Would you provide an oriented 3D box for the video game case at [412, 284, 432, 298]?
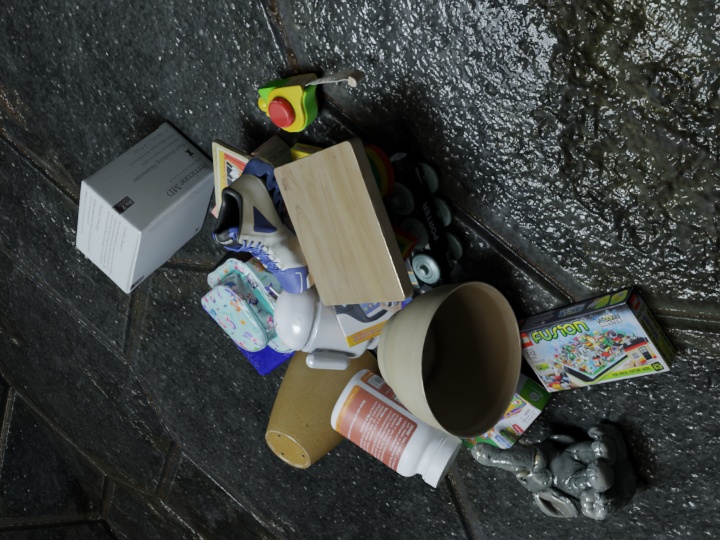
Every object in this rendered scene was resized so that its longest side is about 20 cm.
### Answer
[{"bbox_3d":[0.122,0.115,1.250,0.142,0.018,0.202,30,140,19],"label":"video game case"}]

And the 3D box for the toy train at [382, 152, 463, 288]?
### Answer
[{"bbox_3d":[0.064,-0.066,1.082,0.113,0.085,0.203,4,125,46],"label":"toy train"}]

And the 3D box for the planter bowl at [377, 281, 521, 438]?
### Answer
[{"bbox_3d":[0.108,0.114,1.077,0.133,0.200,0.203,2,127,50],"label":"planter bowl"}]

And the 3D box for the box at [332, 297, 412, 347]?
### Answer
[{"bbox_3d":[0.000,0.000,1.164,0.042,0.117,0.203,-115,4,-70],"label":"box"}]

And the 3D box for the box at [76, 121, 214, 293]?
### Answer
[{"bbox_3d":[-0.365,-0.106,1.347,0.130,0.199,0.201,39,143,4],"label":"box"}]

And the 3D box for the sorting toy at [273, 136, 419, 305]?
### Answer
[{"bbox_3d":[-0.008,-0.064,1.034,0.197,0.069,0.204,-6,106,56],"label":"sorting toy"}]

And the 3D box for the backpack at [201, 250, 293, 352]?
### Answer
[{"bbox_3d":[-0.166,0.053,1.362,0.200,0.151,0.177,44,151,-12],"label":"backpack"}]

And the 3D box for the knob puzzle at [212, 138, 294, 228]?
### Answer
[{"bbox_3d":[-0.148,-0.083,1.203,0.217,0.031,0.222,24,138,23],"label":"knob puzzle"}]

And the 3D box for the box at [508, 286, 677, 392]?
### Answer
[{"bbox_3d":[0.303,0.097,1.050,0.111,0.035,0.199,53,142,-10],"label":"box"}]

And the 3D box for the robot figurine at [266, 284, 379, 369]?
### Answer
[{"bbox_3d":[-0.054,0.076,1.255,0.196,0.173,0.113,11,146,-22],"label":"robot figurine"}]

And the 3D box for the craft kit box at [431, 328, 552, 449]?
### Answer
[{"bbox_3d":[0.171,0.193,1.230,0.196,0.048,0.202,37,143,14],"label":"craft kit box"}]

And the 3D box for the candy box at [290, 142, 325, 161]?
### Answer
[{"bbox_3d":[-0.047,-0.094,1.196,0.101,0.027,0.203,16,135,24],"label":"candy box"}]

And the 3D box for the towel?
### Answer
[{"bbox_3d":[-0.219,0.111,1.540,0.200,0.050,0.147,47,144,-3],"label":"towel"}]

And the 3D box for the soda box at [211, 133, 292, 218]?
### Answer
[{"bbox_3d":[-0.166,-0.128,1.253,0.068,0.064,0.200,46,144,-3],"label":"soda box"}]

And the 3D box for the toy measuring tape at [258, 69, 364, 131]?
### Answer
[{"bbox_3d":[-0.065,-0.226,1.063,0.197,0.074,0.075,4,128,41],"label":"toy measuring tape"}]

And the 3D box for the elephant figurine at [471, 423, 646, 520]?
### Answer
[{"bbox_3d":[0.293,0.295,1.171,0.197,0.141,0.158,-12,103,39],"label":"elephant figurine"}]

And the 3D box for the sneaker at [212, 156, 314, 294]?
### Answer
[{"bbox_3d":[-0.150,-0.046,1.122,0.080,0.115,0.202,2,121,44],"label":"sneaker"}]

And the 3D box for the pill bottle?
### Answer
[{"bbox_3d":[0.059,0.256,1.268,0.198,0.112,0.113,31,141,18],"label":"pill bottle"}]

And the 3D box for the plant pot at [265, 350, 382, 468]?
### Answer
[{"bbox_3d":[-0.078,0.239,1.394,0.184,0.201,0.189,22,141,20],"label":"plant pot"}]
